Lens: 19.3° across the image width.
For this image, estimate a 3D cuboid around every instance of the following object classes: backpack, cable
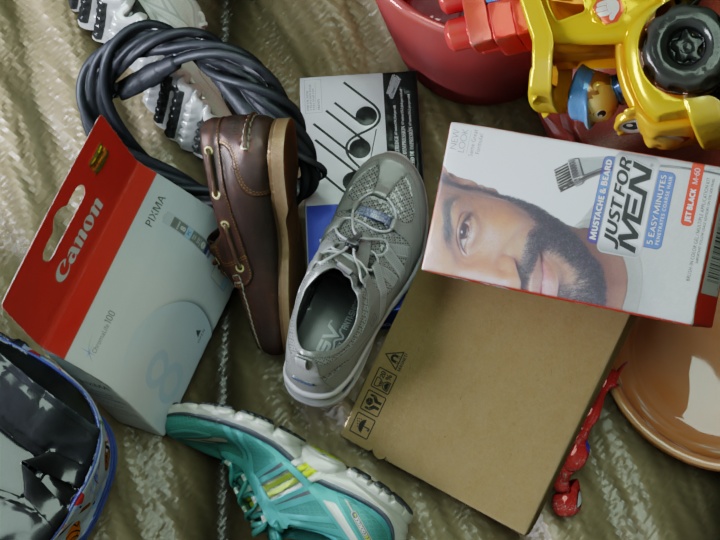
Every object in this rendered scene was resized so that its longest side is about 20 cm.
[{"bbox_3d":[-0.273,0.135,1.510,0.190,0.154,0.200,25,78,18],"label":"backpack"},{"bbox_3d":[-0.116,-0.107,1.602,0.200,0.163,0.051,13,31,17],"label":"cable"}]

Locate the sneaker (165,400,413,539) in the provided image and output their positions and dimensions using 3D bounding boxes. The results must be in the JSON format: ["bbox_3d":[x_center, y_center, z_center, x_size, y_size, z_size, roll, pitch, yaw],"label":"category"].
[{"bbox_3d":[-0.060,0.157,1.540,0.200,0.078,0.080,29,81,12],"label":"sneaker"}]

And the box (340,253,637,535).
[{"bbox_3d":[0.095,0.068,1.540,0.163,0.021,0.200,27,94,21],"label":"box"}]

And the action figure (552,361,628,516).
[{"bbox_3d":[0.155,0.080,1.558,0.052,0.065,0.200,9,83,-35],"label":"action figure"}]

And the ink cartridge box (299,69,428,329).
[{"bbox_3d":[0.004,-0.054,1.634,0.094,0.044,0.200,-3,69,2],"label":"ink cartridge box"}]

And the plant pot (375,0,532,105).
[{"bbox_3d":[0.096,-0.227,1.629,0.200,0.177,0.201,0,69,0],"label":"plant pot"}]

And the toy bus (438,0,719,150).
[{"bbox_3d":[0.157,-0.166,1.455,0.192,0.136,0.200,-15,80,10],"label":"toy bus"}]

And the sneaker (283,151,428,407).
[{"bbox_3d":[0.000,0.000,1.546,0.075,0.082,0.200,15,72,9],"label":"sneaker"}]

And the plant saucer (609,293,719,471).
[{"bbox_3d":[0.276,0.058,1.589,0.200,0.037,0.200,-1,68,2],"label":"plant saucer"}]

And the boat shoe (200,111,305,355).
[{"bbox_3d":[-0.078,-0.026,1.562,0.070,0.200,0.070,1,29,8],"label":"boat shoe"}]

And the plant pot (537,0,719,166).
[{"bbox_3d":[0.246,-0.126,1.589,0.195,0.201,0.201,-30,71,-2],"label":"plant pot"}]

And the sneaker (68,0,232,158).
[{"bbox_3d":[-0.147,-0.174,1.674,0.081,0.075,0.200,-29,75,-30],"label":"sneaker"}]

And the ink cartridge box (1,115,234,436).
[{"bbox_3d":[-0.164,0.006,1.532,0.047,0.200,0.160,15,69,27],"label":"ink cartridge box"}]

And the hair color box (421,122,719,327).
[{"bbox_3d":[0.153,-0.032,1.481,0.200,0.064,0.111,11,90,23],"label":"hair color box"}]
